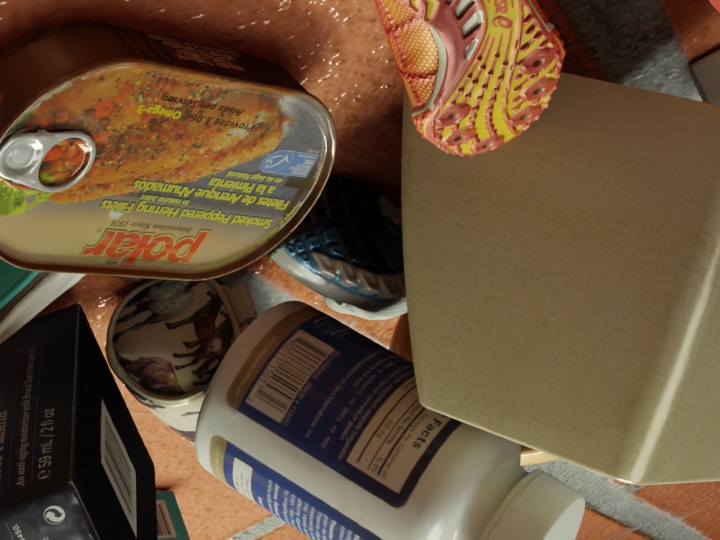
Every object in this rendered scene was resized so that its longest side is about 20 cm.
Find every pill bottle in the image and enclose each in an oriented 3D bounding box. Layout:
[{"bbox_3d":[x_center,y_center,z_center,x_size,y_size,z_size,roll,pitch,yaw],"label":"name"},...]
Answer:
[{"bbox_3d":[0.017,0.108,0.913,0.111,0.199,0.111,-47,155,-31],"label":"pill bottle"}]

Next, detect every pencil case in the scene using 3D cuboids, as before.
[{"bbox_3d":[-0.084,0.066,1.028,0.089,0.078,0.200,-11,159,7],"label":"pencil case"}]

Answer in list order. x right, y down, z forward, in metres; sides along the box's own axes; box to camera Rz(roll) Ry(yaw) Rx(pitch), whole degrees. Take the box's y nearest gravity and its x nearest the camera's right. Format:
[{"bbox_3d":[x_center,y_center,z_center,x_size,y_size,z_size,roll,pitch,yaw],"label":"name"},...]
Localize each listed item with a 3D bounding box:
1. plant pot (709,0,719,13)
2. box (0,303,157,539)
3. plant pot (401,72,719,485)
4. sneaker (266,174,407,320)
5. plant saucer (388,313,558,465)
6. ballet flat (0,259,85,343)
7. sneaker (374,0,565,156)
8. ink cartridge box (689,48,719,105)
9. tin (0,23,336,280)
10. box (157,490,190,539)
[{"bbox_3d":[0.221,-0.170,0.623,0.199,0.202,0.183,-10,158,-29],"label":"plant pot"},{"bbox_3d":[-0.215,0.137,0.861,0.197,0.200,0.124,-21,115,0],"label":"box"},{"bbox_3d":[0.134,0.003,0.844,0.199,0.179,0.199,17,-174,38],"label":"plant pot"},{"bbox_3d":[0.000,0.000,0.972,0.086,0.075,0.199,-29,158,31],"label":"sneaker"},{"bbox_3d":[0.113,0.041,1.014,0.199,0.201,0.038,-26,129,7],"label":"plant saucer"},{"bbox_3d":[-0.199,0.024,0.842,0.199,0.070,0.069,-35,156,19],"label":"ballet flat"},{"bbox_3d":[0.037,-0.120,0.703,0.073,0.077,0.200,-23,145,0],"label":"sneaker"},{"bbox_3d":[0.304,-0.118,1.039,0.173,0.044,0.200,-27,158,13],"label":"ink cartridge box"},{"bbox_3d":[-0.095,-0.050,0.759,0.199,0.042,0.112,5,120,-50],"label":"tin"},{"bbox_3d":[-0.231,0.240,1.323,0.200,0.049,0.082,-37,155,30],"label":"box"}]
